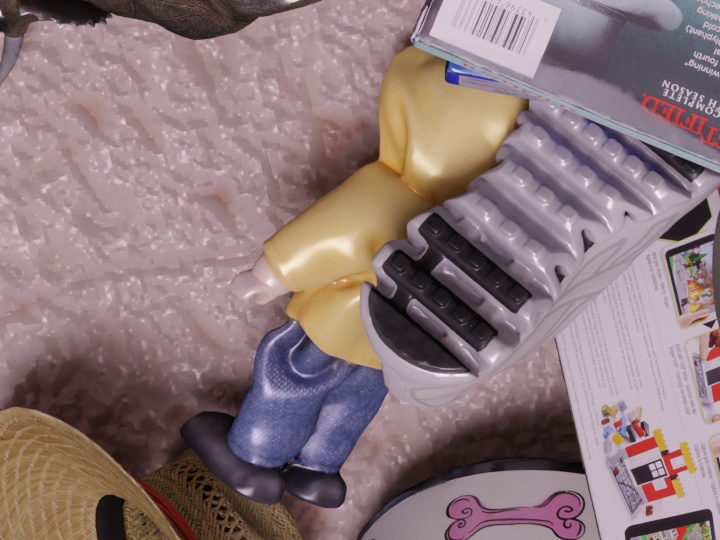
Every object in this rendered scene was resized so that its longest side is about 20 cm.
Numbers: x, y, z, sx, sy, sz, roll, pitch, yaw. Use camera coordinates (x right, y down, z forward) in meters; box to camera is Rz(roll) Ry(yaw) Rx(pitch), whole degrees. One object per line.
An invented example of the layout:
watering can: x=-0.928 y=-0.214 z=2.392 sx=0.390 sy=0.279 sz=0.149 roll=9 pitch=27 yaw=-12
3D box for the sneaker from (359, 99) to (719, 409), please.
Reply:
sneaker: x=0.079 y=-0.021 z=0.880 sx=0.200 sy=0.081 sz=0.075 roll=-38 pitch=71 yaw=-16

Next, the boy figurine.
boy figurine: x=0.000 y=0.000 z=0.916 sx=0.124 sy=0.064 sz=0.200 roll=8 pitch=114 yaw=-48

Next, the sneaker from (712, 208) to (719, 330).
sneaker: x=0.197 y=-0.051 z=0.816 sx=0.076 sy=0.114 sz=0.200 roll=35 pitch=78 yaw=-5

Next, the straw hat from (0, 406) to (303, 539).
straw hat: x=-0.070 y=0.127 z=0.964 sx=0.085 sy=0.201 sz=0.201 roll=-30 pitch=115 yaw=-31

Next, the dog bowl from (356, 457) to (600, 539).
dog bowl: x=0.082 y=0.175 z=0.958 sx=0.200 sy=0.074 sz=0.200 roll=9 pitch=130 yaw=11

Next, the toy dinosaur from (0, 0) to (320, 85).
toy dinosaur: x=-0.082 y=-0.120 z=0.844 sx=0.200 sy=0.077 sz=0.102 roll=5 pitch=158 yaw=29

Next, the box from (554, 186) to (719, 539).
box: x=0.138 y=0.054 z=0.880 sx=0.110 sy=0.200 sz=0.035 roll=-22 pitch=149 yaw=21

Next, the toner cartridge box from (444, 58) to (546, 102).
toner cartridge box: x=0.095 y=-0.159 z=0.835 sx=0.095 sy=0.043 sz=0.200 roll=10 pitch=90 yaw=0

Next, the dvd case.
dvd case: x=0.121 y=-0.144 z=0.802 sx=0.146 sy=0.022 sz=0.200 roll=22 pitch=89 yaw=0
